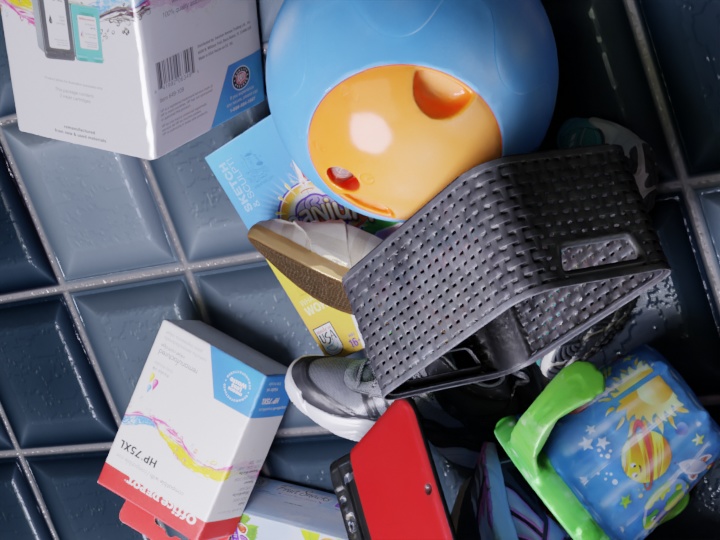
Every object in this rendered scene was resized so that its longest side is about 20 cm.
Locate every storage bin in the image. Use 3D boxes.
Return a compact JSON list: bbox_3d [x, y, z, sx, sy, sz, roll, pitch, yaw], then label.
[{"bbox_3d":[0.094,0.003,1.128,0.200,0.135,0.094,-39,66,52],"label":"storage bin"}]

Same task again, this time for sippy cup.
[{"bbox_3d":[0.186,0.128,1.202,0.130,0.178,0.140,-40,83,3],"label":"sippy cup"}]

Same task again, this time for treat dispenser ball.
[{"bbox_3d":[0.035,-0.133,1.141,0.200,0.201,0.202,17,123,28],"label":"treat dispenser ball"}]

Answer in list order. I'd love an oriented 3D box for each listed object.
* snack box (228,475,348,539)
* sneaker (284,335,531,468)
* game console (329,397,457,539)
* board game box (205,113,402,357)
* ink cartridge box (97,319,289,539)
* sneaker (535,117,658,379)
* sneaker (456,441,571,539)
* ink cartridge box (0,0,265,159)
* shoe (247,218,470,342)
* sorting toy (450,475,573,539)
[{"bbox_3d":[-0.045,0.297,1.519,0.168,0.068,0.201,9,120,34],"label":"snack box"},{"bbox_3d":[0.040,0.080,1.311,0.199,0.076,0.114,15,133,9],"label":"sneaker"},{"bbox_3d":[0.061,0.216,1.247,0.118,0.172,0.201,-29,60,24],"label":"game console"},{"bbox_3d":[-0.017,-0.040,1.336,0.153,0.040,0.201,-28,96,42],"label":"board game box"},{"bbox_3d":[-0.149,0.157,1.466,0.116,0.067,0.201,26,98,23],"label":"ink cartridge box"},{"bbox_3d":[0.160,-0.016,1.210,0.079,0.077,0.201,32,123,38],"label":"sneaker"},{"bbox_3d":[0.126,0.214,1.225,0.086,0.201,0.081,8,130,-14],"label":"sneaker"},{"bbox_3d":[-0.178,-0.213,1.291,0.145,0.147,0.201,13,120,31],"label":"ink cartridge box"},{"bbox_3d":[0.000,0.000,1.289,0.199,0.054,0.070,25,159,29],"label":"shoe"},{"bbox_3d":[0.157,0.277,1.358,0.198,0.070,0.201,30,128,20],"label":"sorting toy"}]
